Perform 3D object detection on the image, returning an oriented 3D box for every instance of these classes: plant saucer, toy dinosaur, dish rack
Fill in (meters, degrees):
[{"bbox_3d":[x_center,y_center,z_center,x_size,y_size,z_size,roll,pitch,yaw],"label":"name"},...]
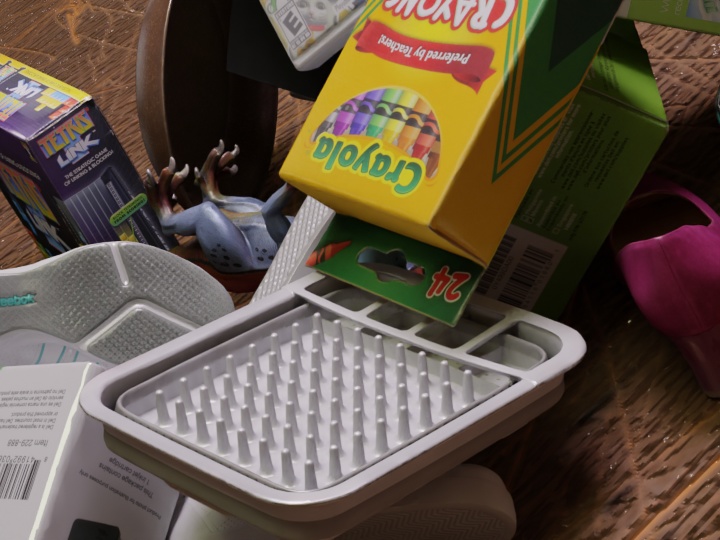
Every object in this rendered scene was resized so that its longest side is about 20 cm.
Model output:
[{"bbox_3d":[-0.107,-0.127,1.172,0.036,0.201,0.201,2,39,18],"label":"plant saucer"},{"bbox_3d":[-0.041,-0.011,1.058,0.181,0.201,0.105,40,27,24],"label":"toy dinosaur"},{"bbox_3d":[-0.011,0.062,0.802,0.171,0.044,0.199,20,32,41],"label":"dish rack"}]

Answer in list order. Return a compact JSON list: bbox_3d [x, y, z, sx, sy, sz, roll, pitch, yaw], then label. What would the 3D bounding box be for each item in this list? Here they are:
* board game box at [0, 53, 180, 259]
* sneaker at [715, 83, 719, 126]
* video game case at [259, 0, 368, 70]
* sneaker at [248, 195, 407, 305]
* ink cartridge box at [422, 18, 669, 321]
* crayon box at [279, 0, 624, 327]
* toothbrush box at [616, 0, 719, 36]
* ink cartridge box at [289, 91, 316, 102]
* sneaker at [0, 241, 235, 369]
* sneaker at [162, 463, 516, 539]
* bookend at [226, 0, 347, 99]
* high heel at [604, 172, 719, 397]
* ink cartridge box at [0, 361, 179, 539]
[{"bbox_3d":[-0.201,-0.055,1.184,0.057,0.166,0.200,-38,29,-16],"label":"board game box"},{"bbox_3d":[0.232,-0.093,0.933,0.071,0.080,0.200,-19,30,18],"label":"sneaker"},{"bbox_3d":[-0.009,-0.242,0.968,0.200,0.183,0.023,-35,-11,37],"label":"video game case"},{"bbox_3d":[0.000,0.000,0.948,0.201,0.082,0.074,-59,17,-3],"label":"sneaker"},{"bbox_3d":[0.095,-0.078,0.970,0.200,0.075,0.148,-90,24,-59],"label":"ink cartridge box"},{"bbox_3d":[0.040,-0.084,0.848,0.127,0.051,0.201,20,81,49],"label":"crayon box"},{"bbox_3d":[0.193,-0.183,0.949,0.199,0.087,0.146,8,20,-8],"label":"toothbrush box"},{"bbox_3d":[0.038,-0.179,1.154,0.087,0.146,0.200,-8,16,-38],"label":"ink cartridge box"},{"bbox_3d":[-0.168,0.027,0.954,0.199,0.080,0.071,-1,76,0],"label":"sneaker"},{"bbox_3d":[-0.014,0.095,0.850,0.199,0.074,0.116,-14,49,28],"label":"sneaker"},{"bbox_3d":[-0.046,-0.208,1.081,0.198,0.201,0.092,20,22,35],"label":"bookend"},{"bbox_3d":[0.154,-0.026,0.883,0.067,0.096,0.200,-27,29,5],"label":"high heel"},{"bbox_3d":[-0.182,0.154,0.855,0.145,0.084,0.201,-4,60,40],"label":"ink cartridge box"}]
